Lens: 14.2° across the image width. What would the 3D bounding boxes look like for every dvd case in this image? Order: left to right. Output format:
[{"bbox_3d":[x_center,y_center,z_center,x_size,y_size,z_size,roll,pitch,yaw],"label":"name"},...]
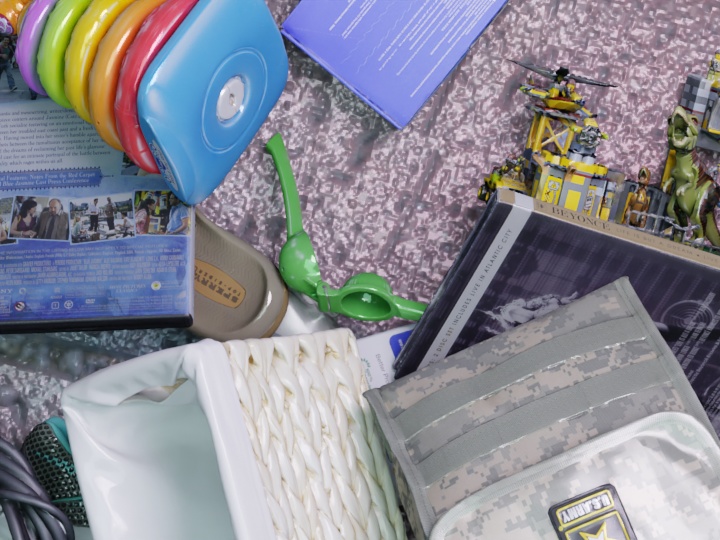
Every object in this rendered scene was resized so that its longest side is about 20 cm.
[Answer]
[{"bbox_3d":[-0.165,-0.058,1.655,0.143,0.018,0.200,-3,65,4],"label":"dvd case"},{"bbox_3d":[0.137,0.035,1.602,0.200,0.016,0.149,16,132,-14],"label":"dvd case"}]

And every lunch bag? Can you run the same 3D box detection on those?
[{"bbox_3d":[0.111,0.123,1.510,0.164,0.200,0.118,-24,132,-1],"label":"lunch bag"}]

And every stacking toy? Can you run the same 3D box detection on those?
[{"bbox_3d":[-0.151,-0.128,1.632,0.200,0.116,0.110,24,65,27],"label":"stacking toy"}]

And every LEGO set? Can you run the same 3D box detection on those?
[{"bbox_3d":[0.176,-0.071,1.625,0.200,0.154,0.116,14,96,-2],"label":"LEGO set"}]

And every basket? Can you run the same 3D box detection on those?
[{"bbox_3d":[-0.061,0.138,1.590,0.136,0.123,0.200,-19,83,48],"label":"basket"}]

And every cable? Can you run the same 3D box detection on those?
[{"bbox_3d":[-0.241,0.155,1.686,0.200,0.051,0.163,-22,79,38],"label":"cable"}]

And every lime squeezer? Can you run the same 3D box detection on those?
[{"bbox_3d":[0.000,0.000,1.652,0.200,0.071,0.038,36,140,25],"label":"lime squeezer"}]

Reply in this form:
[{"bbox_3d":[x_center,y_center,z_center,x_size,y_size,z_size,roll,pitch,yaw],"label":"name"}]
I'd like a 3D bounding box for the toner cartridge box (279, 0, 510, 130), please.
[{"bbox_3d":[0.052,-0.187,1.669,0.095,0.043,0.200,40,97,-3],"label":"toner cartridge box"}]

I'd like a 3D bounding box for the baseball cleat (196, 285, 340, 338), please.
[{"bbox_3d":[-0.016,0.095,1.698,0.106,0.070,0.200,-41,83,12],"label":"baseball cleat"}]

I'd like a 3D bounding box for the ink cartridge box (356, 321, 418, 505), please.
[{"bbox_3d":[0.080,0.066,1.666,0.200,0.037,0.095,-16,78,-21],"label":"ink cartridge box"}]

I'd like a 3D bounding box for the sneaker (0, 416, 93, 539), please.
[{"bbox_3d":[-0.115,0.135,1.699,0.200,0.078,0.091,9,93,0],"label":"sneaker"}]

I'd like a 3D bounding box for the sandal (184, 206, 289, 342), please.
[{"bbox_3d":[-0.134,-0.016,1.674,0.200,0.054,0.080,27,90,20],"label":"sandal"}]
